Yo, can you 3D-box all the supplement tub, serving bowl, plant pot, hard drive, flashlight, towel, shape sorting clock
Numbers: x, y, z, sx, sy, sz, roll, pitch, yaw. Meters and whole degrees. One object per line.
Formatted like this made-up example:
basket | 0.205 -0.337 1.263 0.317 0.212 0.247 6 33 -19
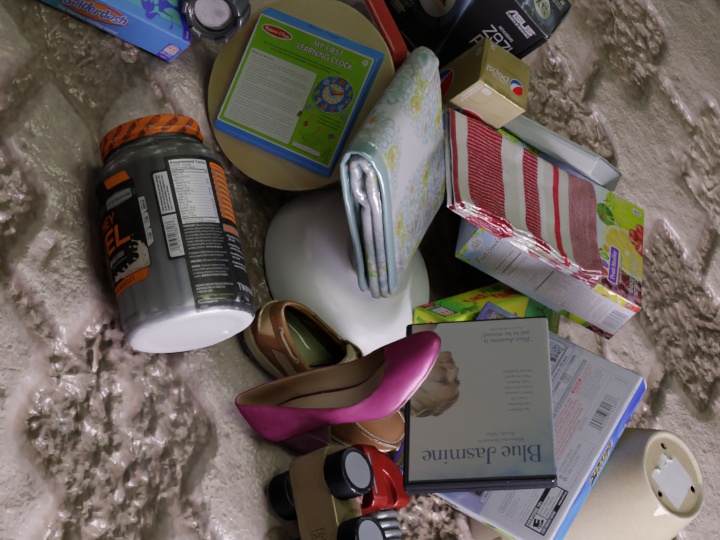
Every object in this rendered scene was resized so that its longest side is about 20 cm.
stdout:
supplement tub | -0.175 -0.034 1.463 0.122 0.122 0.200 1 67 -41
serving bowl | 0.000 0.000 1.640 0.200 0.066 0.200 20 56 -34
plant pot | 0.247 0.238 1.631 0.187 0.200 0.188 21 56 -35
hard drive | 0.195 -0.154 1.808 0.200 0.027 0.132 31 5 20
flashlight | -0.129 -0.309 1.653 0.200 0.068 0.068 -71 143 -51
towel | 0.170 -0.078 1.639 0.200 0.023 0.144 26 43 -27
shape sorting clock | -0.060 -0.180 1.609 0.200 0.200 0.039 68 16 10
towel | 0.035 -0.093 1.562 0.048 0.200 0.171 12 47 17

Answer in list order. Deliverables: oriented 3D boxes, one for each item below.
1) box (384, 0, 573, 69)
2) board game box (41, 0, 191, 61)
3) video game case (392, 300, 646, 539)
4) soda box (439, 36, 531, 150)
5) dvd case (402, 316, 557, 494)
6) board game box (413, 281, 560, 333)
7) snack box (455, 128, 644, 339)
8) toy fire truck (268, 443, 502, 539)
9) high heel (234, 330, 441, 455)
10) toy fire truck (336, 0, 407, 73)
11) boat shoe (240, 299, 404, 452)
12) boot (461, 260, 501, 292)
box | 0.116 -0.323 1.845 0.200 0.164 0.086 49 45 -11
board game box | -0.258 -0.318 1.596 0.200 0.045 0.152 22 55 -31
video game case | 0.156 0.156 1.576 0.200 0.181 0.045 -58 156 -12
soda box | 0.091 -0.168 1.712 0.068 0.200 0.064 30 51 -26
dvd case | 0.113 0.126 1.523 0.018 0.142 0.200 80 9 -47
board game box | 0.136 0.073 1.697 0.200 0.048 0.102 -16 119 -45
snack box | 0.209 -0.041 1.724 0.200 0.068 0.169 27 40 -13
toy fire truck | 0.034 0.256 1.507 0.200 0.129 0.176 12 59 -50
high heel | -0.021 0.103 1.474 0.096 0.200 0.067 37 26 -29
toy fire truck | -0.013 -0.200 1.661 0.112 0.168 0.200 -20 82 -45
boat shoe | -0.028 0.103 1.549 0.200 0.074 0.076 41 54 -16
boot | 0.162 -0.038 1.806 0.075 0.074 0.200 35 46 -35
